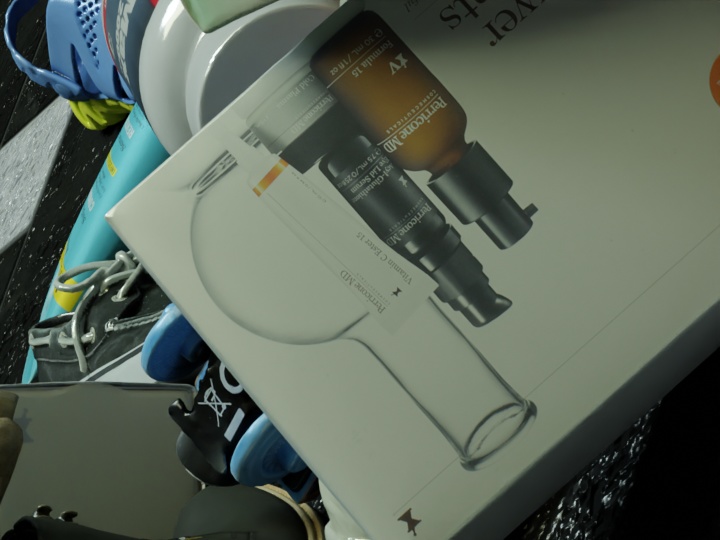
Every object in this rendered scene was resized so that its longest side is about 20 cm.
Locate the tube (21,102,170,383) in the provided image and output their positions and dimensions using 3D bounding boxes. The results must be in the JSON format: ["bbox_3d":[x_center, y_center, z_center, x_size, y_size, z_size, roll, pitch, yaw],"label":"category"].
[{"bbox_3d":[-0.122,-0.032,1.537,0.201,0.050,0.078,-57,8,21],"label":"tube"}]

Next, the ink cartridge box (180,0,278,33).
[{"bbox_3d":[0.052,-0.149,0.897,0.199,0.050,0.161,-18,15,35],"label":"ink cartridge box"}]

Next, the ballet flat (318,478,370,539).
[{"bbox_3d":[0.026,0.053,1.027,0.201,0.073,0.073,-61,20,-3],"label":"ballet flat"}]

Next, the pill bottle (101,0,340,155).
[{"bbox_3d":[-0.046,-0.099,1.336,0.120,0.119,0.200,-57,20,8],"label":"pill bottle"}]

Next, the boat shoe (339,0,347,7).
[{"bbox_3d":[0.031,-0.025,0.971,0.075,0.061,0.201,98,164,-65],"label":"boat shoe"}]

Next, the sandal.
[{"bbox_3d":[-0.138,-0.130,1.648,0.200,0.087,0.080,-18,44,59],"label":"sandal"}]

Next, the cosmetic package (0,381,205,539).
[{"bbox_3d":[-0.154,0.111,1.298,0.200,0.103,0.088,-28,64,58],"label":"cosmetic package"}]

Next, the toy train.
[{"bbox_3d":[0.000,0.000,1.103,0.087,0.114,0.201,47,126,25],"label":"toy train"}]

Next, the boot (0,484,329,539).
[{"bbox_3d":[-0.079,0.108,1.097,0.078,0.138,0.200,-55,20,11],"label":"boot"}]

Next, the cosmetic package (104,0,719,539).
[{"bbox_3d":[0.045,-0.023,0.904,0.200,0.151,0.052,-42,-17,-1],"label":"cosmetic package"}]

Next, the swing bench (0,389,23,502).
[{"bbox_3d":[-0.226,0.083,1.021,0.200,0.198,0.131,180,105,-82],"label":"swing bench"}]

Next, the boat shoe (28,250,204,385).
[{"bbox_3d":[-0.099,0.024,1.338,0.073,0.068,0.199,-20,-3,-24],"label":"boat shoe"}]
